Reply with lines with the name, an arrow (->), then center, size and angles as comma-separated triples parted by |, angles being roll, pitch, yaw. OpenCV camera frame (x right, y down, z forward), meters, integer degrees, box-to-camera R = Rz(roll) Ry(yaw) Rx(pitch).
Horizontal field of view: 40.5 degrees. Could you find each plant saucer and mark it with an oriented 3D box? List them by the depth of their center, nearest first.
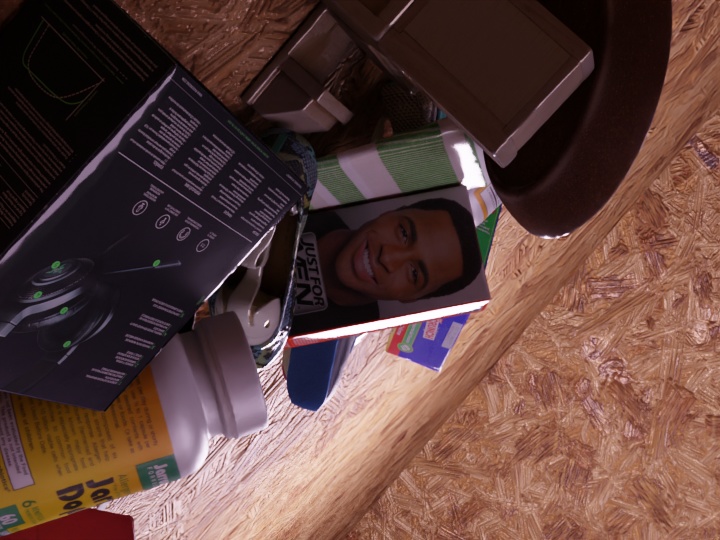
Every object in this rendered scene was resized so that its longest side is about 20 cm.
plant saucer -> 0.130, -0.123, 0.644 | 0.034, 0.201, 0.201 | 10, 137, -18

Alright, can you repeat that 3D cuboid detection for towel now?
towel -> 0.004, -0.074, 0.780 | 0.198, 0.024, 0.153 | -13, 167, 10

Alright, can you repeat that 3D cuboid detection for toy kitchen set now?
toy kitchen set -> 0.038, -0.115, 0.660 | 0.163, 0.180, 0.200 | -47, 165, 7

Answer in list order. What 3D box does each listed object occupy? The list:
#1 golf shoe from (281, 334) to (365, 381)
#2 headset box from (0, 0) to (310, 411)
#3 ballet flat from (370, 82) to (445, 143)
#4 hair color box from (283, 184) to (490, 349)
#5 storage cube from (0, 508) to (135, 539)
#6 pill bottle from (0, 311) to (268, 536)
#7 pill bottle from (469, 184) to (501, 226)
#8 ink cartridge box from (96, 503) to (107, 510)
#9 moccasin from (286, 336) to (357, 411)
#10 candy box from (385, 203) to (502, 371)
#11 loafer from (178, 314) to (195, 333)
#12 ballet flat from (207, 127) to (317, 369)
golf shoe -> -0.018, 0.050, 1.085 | 0.201, 0.075, 0.092 | -53, -168, 1
headset box -> -0.150, -0.025, 0.521 | 0.200, 0.093, 0.174 | -48, 157, 2
ballet flat -> 0.043, -0.081, 0.884 | 0.068, 0.075, 0.201 | -67, 158, -53
hair color box -> 0.000, 0.000, 0.817 | 0.198, 0.102, 0.061 | -11, 168, -2
storage cube -> -0.269, 0.277, 0.698 | 0.170, 0.180, 0.200 | 25, 119, -34
pill bottle -> -0.168, 0.094, 0.646 | 0.198, 0.113, 0.113 | -16, 156, -14
pill bottle -> 0.117, -0.119, 0.986 | 0.200, 0.109, 0.109 | -44, 164, -9
ink cartridge box -> -0.295, 0.214, 0.862 | 0.200, 0.047, 0.161 | -25, 153, -56
moccasin -> -0.035, 0.045, 1.021 | 0.201, 0.080, 0.068 | -70, 167, 15
candy box -> 0.099, -0.015, 1.113 | 0.170, 0.076, 0.201 | 110, -2, -55
loafer -> -0.127, -0.008, 0.695 | 0.073, 0.071, 0.201 | -35, 161, -36
ballet flat -> -0.079, -0.004, 0.710 | 0.074, 0.074, 0.201 | -26, 133, -51
